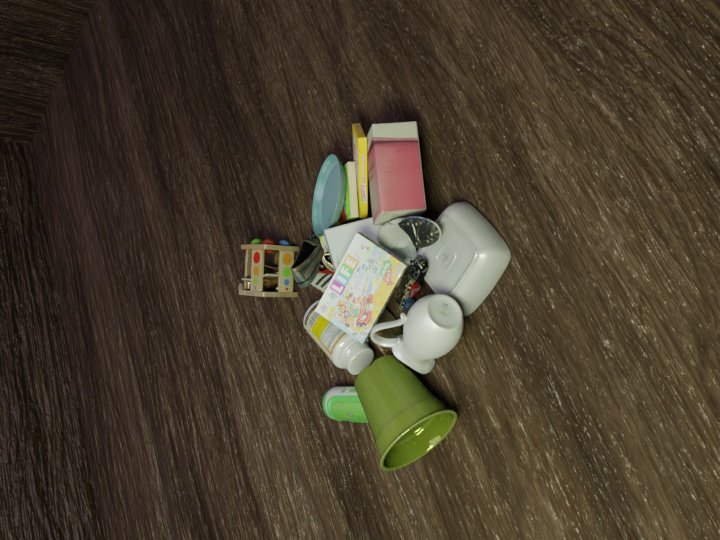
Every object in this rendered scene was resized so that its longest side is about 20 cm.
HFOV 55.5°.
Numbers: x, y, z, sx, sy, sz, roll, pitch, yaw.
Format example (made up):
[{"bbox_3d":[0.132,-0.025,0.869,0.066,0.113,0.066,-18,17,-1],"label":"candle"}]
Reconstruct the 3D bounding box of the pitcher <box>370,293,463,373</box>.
[{"bbox_3d":[0.119,0.127,1.453,0.201,0.167,0.124,120,165,-54],"label":"pitcher"}]

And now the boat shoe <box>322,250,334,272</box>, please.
[{"bbox_3d":[0.000,0.000,1.623,0.195,0.076,0.074,14,90,8],"label":"boat shoe"}]

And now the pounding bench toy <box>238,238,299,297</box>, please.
[{"bbox_3d":[-0.282,-0.009,1.954,0.197,0.122,0.161,1,89,47],"label":"pounding bench toy"}]

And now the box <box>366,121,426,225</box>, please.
[{"bbox_3d":[0.077,-0.218,1.554,0.128,0.106,0.206,128,137,-78],"label":"box"}]

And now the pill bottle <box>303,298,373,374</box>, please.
[{"bbox_3d":[-0.053,0.167,1.713,0.200,0.107,0.111,44,119,38],"label":"pill bottle"}]

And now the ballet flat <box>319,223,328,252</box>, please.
[{"bbox_3d":[-0.051,-0.046,1.714,0.199,0.067,0.068,40,142,23],"label":"ballet flat"}]

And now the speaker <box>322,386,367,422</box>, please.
[{"bbox_3d":[-0.004,0.326,1.673,0.197,0.087,0.091,-11,80,46],"label":"speaker"}]

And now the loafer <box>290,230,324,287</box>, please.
[{"bbox_3d":[-0.129,-0.050,1.767,0.070,0.063,0.203,-14,40,30],"label":"loafer"}]

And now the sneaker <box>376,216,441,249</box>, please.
[{"bbox_3d":[0.113,-0.087,1.500,0.198,0.071,0.074,-1,110,56],"label":"sneaker"}]

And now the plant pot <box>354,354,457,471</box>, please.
[{"bbox_3d":[0.080,0.296,1.497,0.191,0.197,0.202,54,124,31],"label":"plant pot"}]

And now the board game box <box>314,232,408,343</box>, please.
[{"bbox_3d":[0.002,0.038,1.512,0.133,0.034,0.203,31,102,12],"label":"board game box"}]

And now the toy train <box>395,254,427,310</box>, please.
[{"bbox_3d":[0.116,0.034,1.534,0.046,0.034,0.202,48,153,19],"label":"toy train"}]

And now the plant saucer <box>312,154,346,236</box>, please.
[{"bbox_3d":[-0.076,-0.183,1.692,0.199,0.027,0.206,-172,90,-69],"label":"plant saucer"}]

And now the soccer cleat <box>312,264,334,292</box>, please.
[{"bbox_3d":[-0.091,0.031,1.788,0.196,0.068,0.088,0,99,40],"label":"soccer cleat"}]

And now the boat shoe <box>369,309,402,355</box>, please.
[{"bbox_3d":[0.045,0.133,1.650,0.203,0.071,0.068,60,161,20],"label":"boat shoe"}]

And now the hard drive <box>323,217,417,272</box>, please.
[{"bbox_3d":[0.024,-0.056,1.592,0.027,0.195,0.135,101,152,-68],"label":"hard drive"}]

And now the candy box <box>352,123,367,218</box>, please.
[{"bbox_3d":[-0.001,-0.240,1.653,0.103,0.026,0.205,-111,17,-59],"label":"candy box"}]

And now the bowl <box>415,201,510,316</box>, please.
[{"bbox_3d":[0.204,-0.027,1.474,0.201,0.073,0.202,54,126,34],"label":"bowl"}]

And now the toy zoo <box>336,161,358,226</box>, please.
[{"bbox_3d":[-0.042,-0.186,1.718,0.200,0.020,0.135,162,105,-75],"label":"toy zoo"}]

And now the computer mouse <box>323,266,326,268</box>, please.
[{"bbox_3d":[-0.070,-0.059,1.795,0.199,0.033,0.060,-42,61,38],"label":"computer mouse"}]
